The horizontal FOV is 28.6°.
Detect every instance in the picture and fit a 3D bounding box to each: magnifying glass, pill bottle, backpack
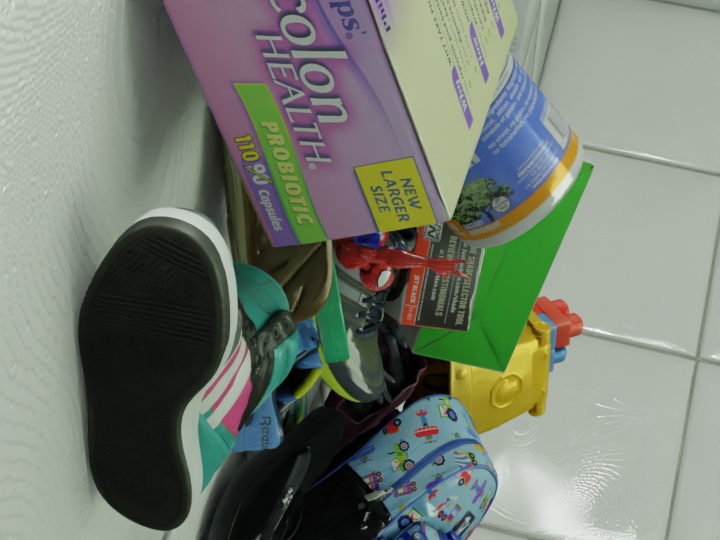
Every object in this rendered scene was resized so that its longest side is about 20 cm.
[{"bbox_3d":[-0.032,-0.040,0.890,0.080,0.022,0.201,-102,-176,-81],"label":"magnifying glass"},{"bbox_3d":[0.053,-0.120,0.962,0.112,0.200,0.112,-36,-156,19],"label":"pill bottle"},{"bbox_3d":[0.039,0.210,1.199,0.200,0.135,0.183,-41,148,-5],"label":"backpack"}]

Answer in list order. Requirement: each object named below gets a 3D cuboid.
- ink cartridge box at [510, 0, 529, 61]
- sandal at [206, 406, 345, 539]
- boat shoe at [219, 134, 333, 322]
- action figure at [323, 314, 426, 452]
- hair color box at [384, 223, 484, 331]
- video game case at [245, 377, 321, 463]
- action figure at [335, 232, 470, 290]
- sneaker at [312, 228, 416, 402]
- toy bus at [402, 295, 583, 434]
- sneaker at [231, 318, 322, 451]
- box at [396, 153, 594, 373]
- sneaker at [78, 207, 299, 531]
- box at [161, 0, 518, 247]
[{"bbox_3d":[0.079,-0.272,1.101,0.147,0.085,0.201,-112,-156,-50],"label":"ink cartridge box"},{"bbox_3d":[-0.056,0.162,1.049,0.200,0.043,0.076,-42,151,-52],"label":"sandal"},{"bbox_3d":[-0.052,-0.072,0.824,0.065,0.072,0.201,-155,-119,-63],"label":"boat shoe"},{"bbox_3d":[-0.016,0.135,1.296,0.133,0.149,0.200,-19,152,-32],"label":"action figure"},{"bbox_3d":[0.035,-0.025,1.140,0.200,0.061,0.102,-148,-113,-69],"label":"hair color box"},{"bbox_3d":[-0.054,0.066,1.107,0.201,0.022,0.183,93,13,-49],"label":"video game case"},{"bbox_3d":[0.023,-0.065,0.899,0.065,0.098,0.201,-75,164,-49],"label":"action figure"},{"bbox_3d":[0.000,0.000,1.025,0.074,0.080,0.201,-33,118,-62],"label":"sneaker"},{"bbox_3d":[0.110,0.062,1.382,0.200,0.191,0.136,46,-34,50],"label":"toy bus"},{"bbox_3d":[-0.054,0.045,0.907,0.200,0.078,0.066,-68,165,-53],"label":"sneaker"},{"bbox_3d":[0.098,-0.046,1.222,0.177,0.096,0.201,-116,-137,-60],"label":"box"},{"bbox_3d":[-0.077,0.025,0.702,0.121,0.083,0.201,-60,169,-46],"label":"sneaker"},{"bbox_3d":[-0.005,-0.144,0.697,0.200,0.096,0.177,-68,143,-50],"label":"box"}]
